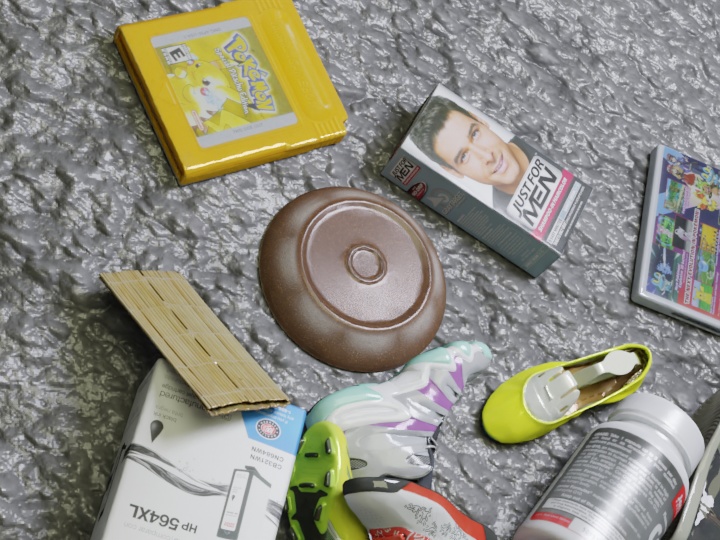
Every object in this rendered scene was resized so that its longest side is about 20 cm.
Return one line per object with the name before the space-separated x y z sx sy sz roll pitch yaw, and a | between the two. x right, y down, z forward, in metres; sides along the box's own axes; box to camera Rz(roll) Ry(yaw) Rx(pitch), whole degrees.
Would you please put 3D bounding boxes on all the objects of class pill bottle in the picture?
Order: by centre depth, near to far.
pill bottle | 0.242 0.218 1.422 0.114 0.114 0.200 43 58 1

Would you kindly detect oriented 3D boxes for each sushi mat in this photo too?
sushi mat | -0.149 0.060 1.322 0.095 0.012 0.200 -1 35 -43

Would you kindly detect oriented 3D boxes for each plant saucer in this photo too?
plant saucer | 0.000 0.000 1.470 0.199 0.037 0.201 10 62 -19

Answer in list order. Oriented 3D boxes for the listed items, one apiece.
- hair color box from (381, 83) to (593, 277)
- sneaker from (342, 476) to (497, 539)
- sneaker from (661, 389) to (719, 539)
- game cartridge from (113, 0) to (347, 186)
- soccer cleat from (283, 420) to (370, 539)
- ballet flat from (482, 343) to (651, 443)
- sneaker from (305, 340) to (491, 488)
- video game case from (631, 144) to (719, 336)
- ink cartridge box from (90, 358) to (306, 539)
hair color box | 0.133 -0.093 1.556 0.199 0.061 0.099 33 58 -5
sneaker | 0.052 0.258 1.310 0.201 0.067 0.108 36 55 -44
sneaker | 0.369 0.221 1.507 0.106 0.075 0.201 32 67 -11
game cartridge | -0.126 -0.189 1.509 0.199 0.032 0.177 -19 75 -28
soccer cleat | -0.019 0.236 1.328 0.083 0.064 0.201 8 72 -48
ballet flat | 0.211 0.114 1.486 0.199 0.067 0.067 -17 74 -28
sneaker | 0.059 0.158 1.402 0.199 0.078 0.140 -23 78 -20
video game case | 0.393 -0.024 1.657 0.181 0.023 0.201 21 61 -13
ink cartridge box | -0.144 0.199 1.284 0.145 0.084 0.201 21 59 -13
